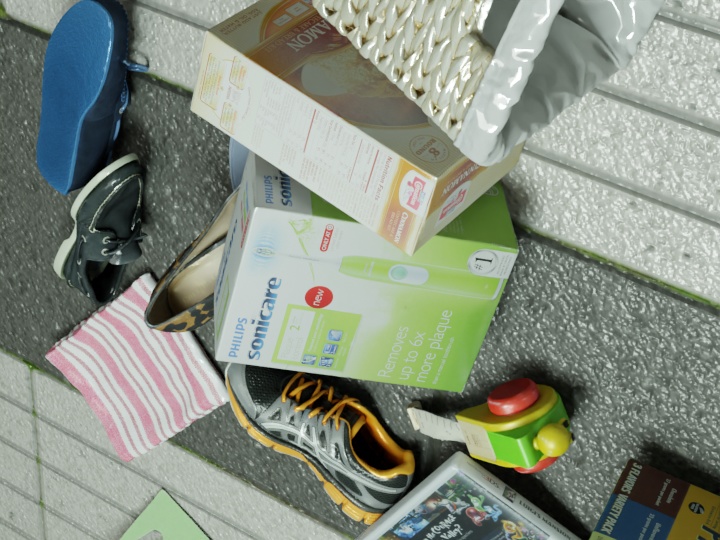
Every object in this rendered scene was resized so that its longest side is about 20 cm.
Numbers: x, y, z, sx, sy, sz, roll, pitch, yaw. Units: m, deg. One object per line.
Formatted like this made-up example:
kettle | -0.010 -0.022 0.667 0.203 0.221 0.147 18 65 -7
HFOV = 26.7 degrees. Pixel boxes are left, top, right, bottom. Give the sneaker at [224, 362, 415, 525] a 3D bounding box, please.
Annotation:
sneaker | -0.031 0.132 1.328 0.199 0.078 0.077 39 136 -2

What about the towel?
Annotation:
towel | -0.220 0.101 1.489 0.199 0.030 0.147 -32 95 45

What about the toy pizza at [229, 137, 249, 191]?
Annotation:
toy pizza | -0.023 -0.066 1.224 0.198 0.032 0.203 19 126 29

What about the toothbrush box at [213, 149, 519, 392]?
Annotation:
toothbrush box | 0.000 0.000 1.131 0.197 0.087 0.147 10 127 -13

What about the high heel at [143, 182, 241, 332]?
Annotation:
high heel | -0.092 -0.029 1.178 0.071 0.142 0.201 44 134 8

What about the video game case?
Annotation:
video game case | 0.102 0.255 1.299 0.181 0.023 0.200 36 136 -7

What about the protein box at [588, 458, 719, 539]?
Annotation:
protein box | 0.250 0.288 1.132 0.198 0.135 0.200 22 129 16

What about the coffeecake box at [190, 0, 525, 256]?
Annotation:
coffeecake box | 0.005 -0.121 1.080 0.199 0.153 0.074 34 133 17

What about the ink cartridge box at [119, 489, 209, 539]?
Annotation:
ink cartridge box | -0.184 0.350 1.566 0.200 0.048 0.146 44 110 6

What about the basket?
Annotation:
basket | 0.100 -0.209 0.919 0.160 0.199 0.199 39 134 15

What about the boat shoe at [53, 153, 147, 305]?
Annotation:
boat shoe | -0.226 -0.029 1.376 0.066 0.074 0.200 51 139 11

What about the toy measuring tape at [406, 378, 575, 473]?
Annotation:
toy measuring tape | 0.112 0.119 1.225 0.199 0.073 0.074 7 123 62

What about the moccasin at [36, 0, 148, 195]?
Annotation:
moccasin | -0.235 -0.159 1.315 0.080 0.068 0.201 45 134 17
